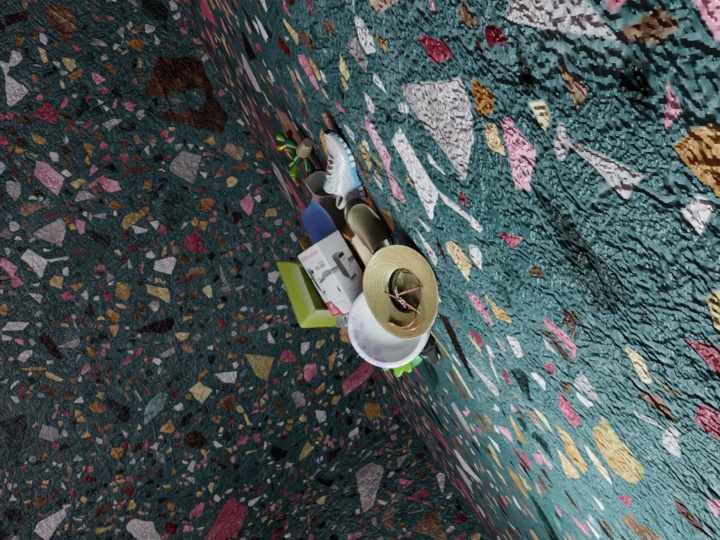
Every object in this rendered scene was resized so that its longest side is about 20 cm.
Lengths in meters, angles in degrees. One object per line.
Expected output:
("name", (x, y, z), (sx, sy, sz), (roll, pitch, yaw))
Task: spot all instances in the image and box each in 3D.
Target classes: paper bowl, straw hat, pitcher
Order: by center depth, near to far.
("straw hat", (0.104, 0.040, 1.147), (0.085, 0.201, 0.202), (-15, -112, -53))
("paper bowl", (0.074, 0.129, 1.294), (0.202, 0.199, 0.104), (58, -167, 6))
("pitcher", (-0.081, -0.166, 1.541), (0.171, 0.121, 0.202), (38, 150, 31))

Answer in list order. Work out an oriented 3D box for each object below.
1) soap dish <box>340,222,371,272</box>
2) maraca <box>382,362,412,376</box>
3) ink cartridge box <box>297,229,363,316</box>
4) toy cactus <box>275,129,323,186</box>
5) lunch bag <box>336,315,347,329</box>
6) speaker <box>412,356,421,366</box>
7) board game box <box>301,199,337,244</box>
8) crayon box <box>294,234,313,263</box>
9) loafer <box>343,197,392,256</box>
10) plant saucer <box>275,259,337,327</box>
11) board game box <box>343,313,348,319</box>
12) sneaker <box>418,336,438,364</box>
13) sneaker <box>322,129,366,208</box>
("soap dish", (0.028, -0.041, 1.375), (0.202, 0.081, 0.157), (61, 172, -19))
("maraca", (0.105, 0.178, 1.399), (0.136, 0.203, 0.106), (18, -172, 37))
("ink cartridge box", (-0.068, 0.010, 1.416), (0.202, 0.082, 0.146), (59, 151, -4))
("toy cactus", (-0.173, -0.346, 1.585), (0.202, 0.101, 0.165), (62, 154, 1))
("lunch bag", (-0.044, 0.079, 1.843), (0.169, 0.199, 0.139), (62, 171, -29))
("speaker", (0.130, 0.230, 1.713), (0.089, 0.088, 0.200), (63, 171, -29))
("board game box", (-0.095, -0.116, 1.482), (0.159, 0.039, 0.200), (58, 156, 1))
("crayon box", (-0.110, -0.080, 1.661), (0.127, 0.198, 0.051), (51, 170, 46))
("loafer", (0.034, -0.083, 1.237), (0.201, 0.076, 0.067), (53, 175, -26))
("plant saucer", (-0.135, 0.058, 1.485), (0.199, 0.047, 0.202), (10, -125, -65))
("board game box", (0.006, 0.087, 1.625), (0.103, 0.200, 0.019), (47, 131, -6))
("sneaker", (0.152, 0.191, 1.489), (0.201, 0.075, 0.091), (56, 180, 44))
("sneaker", (-0.053, -0.223, 1.207), (0.075, 0.086, 0.202), (52, 168, 51))
